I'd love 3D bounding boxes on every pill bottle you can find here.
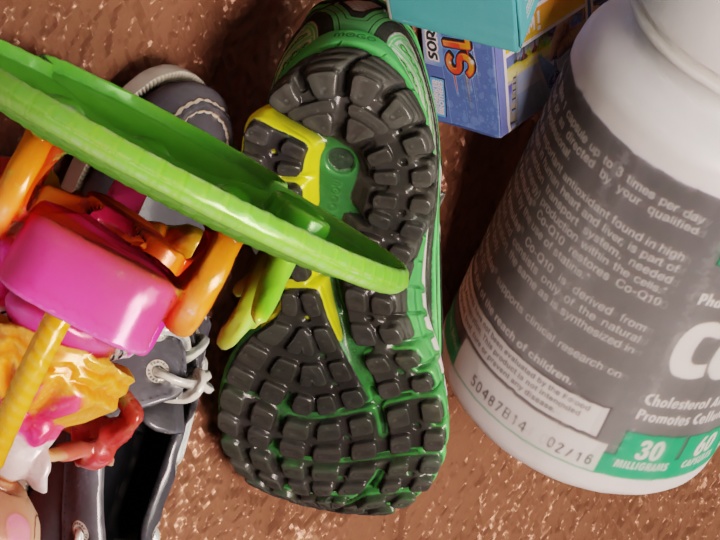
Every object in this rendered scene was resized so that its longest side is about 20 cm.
[{"bbox_3d":[0.112,-0.027,0.988,0.113,0.113,0.200,-24,146,-47],"label":"pill bottle"}]

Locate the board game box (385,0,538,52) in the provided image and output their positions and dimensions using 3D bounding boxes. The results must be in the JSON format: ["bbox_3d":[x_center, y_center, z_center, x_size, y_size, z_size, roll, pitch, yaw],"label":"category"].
[{"bbox_3d":[0.043,-0.182,0.819,0.200,0.047,0.151,76,32,-62],"label":"board game box"}]

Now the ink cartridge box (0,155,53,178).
[{"bbox_3d":[-0.155,0.041,0.769,0.200,0.057,0.163,7,100,-50],"label":"ink cartridge box"}]

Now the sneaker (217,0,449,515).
[{"bbox_3d":[0.000,0.000,0.934,0.085,0.078,0.200,-74,173,-53],"label":"sneaker"}]

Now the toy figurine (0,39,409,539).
[{"bbox_3d":[-0.097,0.042,0.759,0.184,0.150,0.200,-62,-173,4],"label":"toy figurine"}]

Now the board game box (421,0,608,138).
[{"bbox_3d":[0.092,-0.151,1.023,0.200,0.034,0.135,-35,131,-40],"label":"board game box"}]

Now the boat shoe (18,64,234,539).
[{"bbox_3d":[-0.065,0.038,0.874,0.073,0.063,0.200,9,97,-52],"label":"boat shoe"}]
